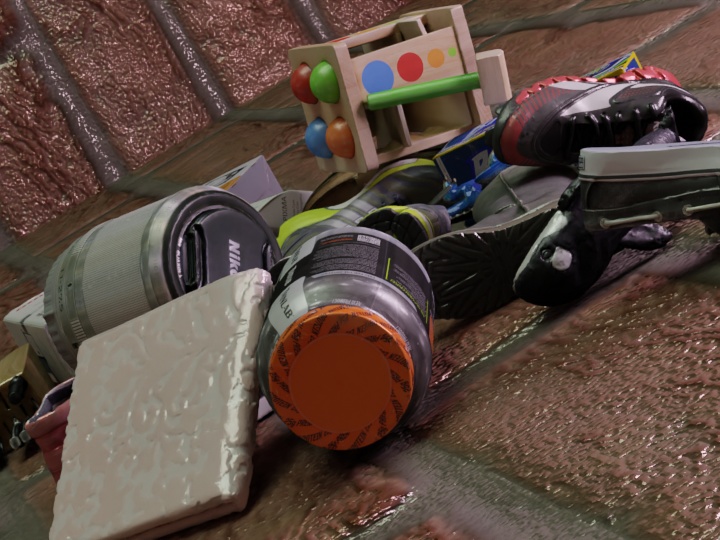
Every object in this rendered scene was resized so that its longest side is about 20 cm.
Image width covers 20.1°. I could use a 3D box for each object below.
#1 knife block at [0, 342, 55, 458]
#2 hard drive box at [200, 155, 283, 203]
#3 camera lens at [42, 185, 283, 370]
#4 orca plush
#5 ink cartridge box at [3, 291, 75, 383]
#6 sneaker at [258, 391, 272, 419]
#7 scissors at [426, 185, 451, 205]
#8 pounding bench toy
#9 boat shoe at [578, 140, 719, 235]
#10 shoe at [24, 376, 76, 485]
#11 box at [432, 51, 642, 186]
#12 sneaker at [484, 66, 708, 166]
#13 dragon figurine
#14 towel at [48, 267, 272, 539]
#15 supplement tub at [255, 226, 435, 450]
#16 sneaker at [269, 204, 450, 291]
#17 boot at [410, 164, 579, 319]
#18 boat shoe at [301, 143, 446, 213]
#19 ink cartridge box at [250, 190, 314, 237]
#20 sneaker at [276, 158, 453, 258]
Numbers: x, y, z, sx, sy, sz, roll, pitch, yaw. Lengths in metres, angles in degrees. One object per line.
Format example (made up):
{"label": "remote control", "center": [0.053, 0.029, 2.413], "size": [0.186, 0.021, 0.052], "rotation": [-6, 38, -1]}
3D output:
{"label": "knife block", "center": [-0.340, 0.132, 2.037], "size": [0.175, 0.064, 0.200], "rotation": [-19, 16, 42]}
{"label": "hard drive box", "center": [-0.200, -0.042, 2.401], "size": [0.199, 0.077, 0.156], "rotation": [-26, 12, 22]}
{"label": "camera lens", "center": [-0.179, 0.018, 1.881], "size": [0.199, 0.160, 0.160], "rotation": [-19, 16, 44]}
{"label": "orca plush", "center": [0.197, -0.032, 1.476], "size": [0.200, 0.071, 0.106], "rotation": [-35, -33, -41]}
{"label": "ink cartridge box", "center": [-0.287, 0.051, 2.195], "size": [0.146, 0.086, 0.200], "rotation": [-33, 11, -18]}
{"label": "sneaker", "center": [-0.093, 0.057, 1.624], "size": [0.200, 0.112, 0.073], "rotation": [-36, 14, -27]}
{"label": "scissors", "center": [0.033, -0.027, 1.787], "size": [0.073, 0.014, 0.200], "rotation": [-48, 4, -18]}
{"label": "pounding bench toy", "center": [0.034, -0.169, 1.916], "size": [0.155, 0.125, 0.200], "rotation": [-19, 10, -20]}
{"label": "boat shoe", "center": [0.245, -0.052, 1.361], "size": [0.198, 0.069, 0.074], "rotation": [-2, 7, 12]}
{"label": "shoe", "center": [-0.194, 0.112, 1.689], "size": [0.071, 0.091, 0.200], "rotation": [-19, 16, 42]}
{"label": "box", "center": [0.169, -0.120, 1.834], "size": [0.199, 0.070, 0.064], "rotation": [-25, 10, 24]}
{"label": "sneaker", "center": [0.200, -0.118, 1.654], "size": [0.200, 0.071, 0.098], "rotation": [-11, 28, -28]}
{"label": "dragon figurine", "center": [0.123, -0.068, 1.755], "size": [0.200, 0.059, 0.099], "rotation": [-33, 12, -21]}
{"label": "towel", "center": [-0.147, 0.111, 1.505], "size": [0.190, 0.032, 0.201], "rotation": [-23, 47, 32]}
{"label": "supplement tub", "center": [-0.009, 0.048, 1.428], "size": [0.122, 0.123, 0.200], "rotation": [-28, 11, 9]}
{"label": "sneaker", "center": [0.000, 0.000, 1.729], "size": [0.199, 0.074, 0.081], "rotation": [-25, -3, 37]}
{"label": "boot", "center": [0.105, -0.033, 1.624], "size": [0.181, 0.073, 0.200], "rotation": [-16, 19, 0]}
{"label": "boat shoe", "center": [0.026, -0.084, 2.031], "size": [0.199, 0.072, 0.068], "rotation": [-28, 11, 12]}
{"label": "ink cartridge box", "center": [-0.140, -0.051, 2.123], "size": [0.199, 0.048, 0.160], "rotation": [6, -13, -39]}
{"label": "sneaker", "center": [0.006, -0.036, 1.920], "size": [0.199, 0.074, 0.081], "rotation": [-29, 26, 17]}
